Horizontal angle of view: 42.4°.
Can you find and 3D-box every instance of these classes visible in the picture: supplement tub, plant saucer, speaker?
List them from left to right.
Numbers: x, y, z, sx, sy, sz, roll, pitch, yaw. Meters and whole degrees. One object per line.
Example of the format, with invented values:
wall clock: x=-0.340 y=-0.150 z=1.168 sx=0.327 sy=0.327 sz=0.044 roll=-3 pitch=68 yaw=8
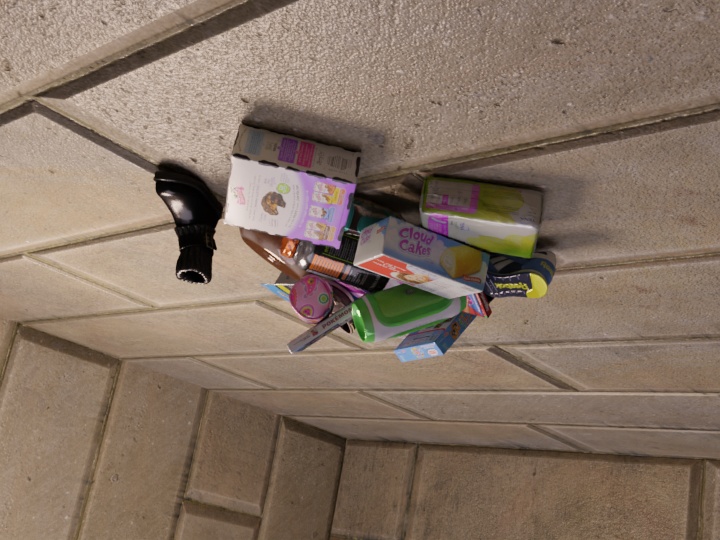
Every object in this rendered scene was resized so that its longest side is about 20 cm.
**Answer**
plant saucer: x=-0.163 y=-0.035 z=1.795 sx=0.199 sy=0.037 sz=0.201 roll=35 pitch=170 yaw=7
supplement tub: x=-0.038 y=-0.045 z=1.671 sx=0.196 sy=0.125 sz=0.122 roll=19 pitch=161 yaw=-13
speaker: x=0.087 y=0.064 z=1.660 sx=0.196 sy=0.090 sz=0.089 roll=-17 pitch=168 yaw=-14

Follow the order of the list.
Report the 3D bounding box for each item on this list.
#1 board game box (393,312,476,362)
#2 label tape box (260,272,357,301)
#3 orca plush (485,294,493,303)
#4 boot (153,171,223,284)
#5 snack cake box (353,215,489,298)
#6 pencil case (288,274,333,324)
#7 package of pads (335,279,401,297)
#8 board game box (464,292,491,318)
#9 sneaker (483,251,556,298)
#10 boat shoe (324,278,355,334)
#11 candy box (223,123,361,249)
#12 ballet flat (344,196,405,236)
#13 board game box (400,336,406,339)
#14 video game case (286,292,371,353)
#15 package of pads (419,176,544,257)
board game box: x=0.174 y=0.103 z=1.897 sx=0.037 sy=0.200 sz=0.150 roll=51 pitch=150 yaw=-12
label tape box: x=-0.098 y=0.028 z=2.029 sx=0.197 sy=0.067 sz=0.143 roll=2 pitch=159 yaw=32
orca plush: x=0.227 y=0.030 z=1.778 sx=0.196 sy=0.072 sz=0.105 roll=-9 pitch=152 yaw=27
boot: x=-0.319 y=-0.075 z=1.695 sx=0.078 sy=0.161 sz=0.211 roll=3 pitch=161 yaw=24
snack cake box: x=0.102 y=-0.018 z=1.554 sx=0.197 sy=0.069 sz=0.115 roll=19 pitch=165 yaw=-22
pencil case: x=-0.088 y=0.056 z=1.744 sx=0.086 sy=0.089 sz=0.200 roll=11 pitch=174 yaw=-1
package of pads: x=0.000 y=0.000 z=1.851 sx=0.119 sy=0.077 sz=0.199 roll=8 pitch=163 yaw=35
board game box: x=0.171 y=0.006 z=1.715 sx=0.102 sy=0.020 sz=0.202 roll=17 pitch=147 yaw=41
sneaker: x=0.270 y=-0.001 z=1.681 sx=0.198 sy=0.083 sz=0.074 roll=7 pitch=141 yaw=45
boat shoe: x=-0.053 y=0.072 z=1.924 sx=0.071 sy=0.060 sz=0.200 roll=16 pitch=164 yaw=31
candy box: x=-0.111 y=-0.130 z=1.473 sx=0.196 sy=0.073 sz=0.169 roll=13 pitch=143 yaw=-5
ballet flat: x=-0.012 y=-0.096 z=1.607 sx=0.197 sy=0.077 sz=0.064 roll=22 pitch=-166 yaw=-15
board game box: x=0.077 y=0.097 z=2.144 sx=0.196 sy=0.057 sz=0.195 roll=17 pitch=161 yaw=-18
video game case: x=-0.054 y=0.101 z=1.776 sx=0.180 sy=0.023 sz=0.200 roll=-33 pitch=176 yaw=-2
package of pads: x=0.194 y=-0.086 z=1.502 sx=0.196 sy=0.070 sz=0.155 roll=9 pitch=163 yaw=8
